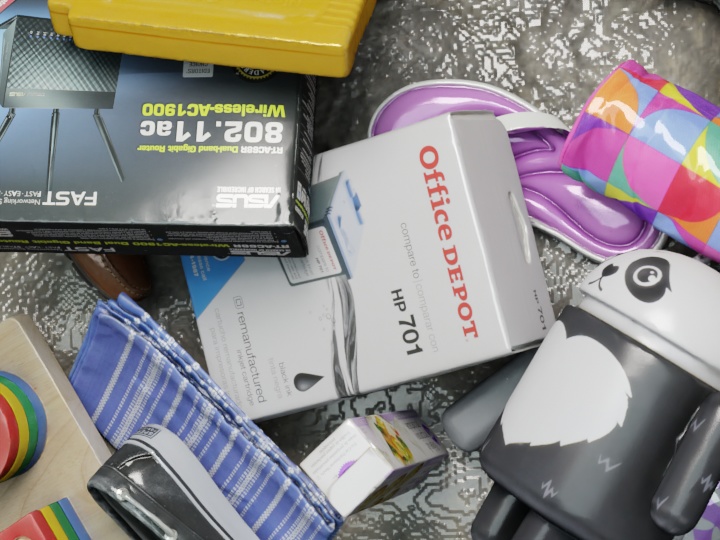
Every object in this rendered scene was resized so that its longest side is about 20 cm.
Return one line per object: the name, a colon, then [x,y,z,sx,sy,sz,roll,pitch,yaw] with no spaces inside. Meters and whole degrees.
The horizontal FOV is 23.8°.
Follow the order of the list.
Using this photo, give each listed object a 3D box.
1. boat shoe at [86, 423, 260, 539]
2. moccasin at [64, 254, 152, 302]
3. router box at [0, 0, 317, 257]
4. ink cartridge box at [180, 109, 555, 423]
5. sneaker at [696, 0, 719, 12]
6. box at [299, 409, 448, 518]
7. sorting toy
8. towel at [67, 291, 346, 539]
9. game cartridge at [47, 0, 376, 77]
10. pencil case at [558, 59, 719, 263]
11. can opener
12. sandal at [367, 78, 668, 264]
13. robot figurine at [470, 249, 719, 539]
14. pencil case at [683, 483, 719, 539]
boat shoe: [-0.090,0.190,1.042,0.068,0.073,0.200,-43,104,-34]
moccasin: [-0.167,-0.078,1.100,0.077,0.074,0.203,-17,77,17]
router box: [-0.125,-0.088,0.987,0.198,0.062,0.151,0,73,6]
ink cartridge box: [0.000,0.000,1.037,0.199,0.086,0.148,-17,86,26]
sneaker: [0.216,-0.176,1.032,0.198,0.076,0.115,-4,82,4]
box: [0.012,0.110,0.997,0.041,0.200,0.039,-42,80,6]
sorting toy: [-0.252,0.165,1.088,0.199,0.070,0.200,-34,84,19]
towel: [-0.104,0.116,1.059,0.200,0.145,0.024,45,54,8]
game cartridge: [-0.067,-0.193,0.980,0.175,0.033,0.201,7,47,11]
pencil case: [0.213,-0.041,0.992,0.199,0.088,0.089,35,94,14]
can opener: [0.146,0.057,1.051,0.200,0.053,0.067,-38,83,8]
sandal: [0.100,-0.066,1.062,0.201,0.050,0.083,21,92,9]
robot figurine: [0.143,0.085,0.946,0.150,0.125,0.201,32,91,25]
pencil case: [0.177,0.141,1.027,0.085,0.084,0.200,36,94,-26]
